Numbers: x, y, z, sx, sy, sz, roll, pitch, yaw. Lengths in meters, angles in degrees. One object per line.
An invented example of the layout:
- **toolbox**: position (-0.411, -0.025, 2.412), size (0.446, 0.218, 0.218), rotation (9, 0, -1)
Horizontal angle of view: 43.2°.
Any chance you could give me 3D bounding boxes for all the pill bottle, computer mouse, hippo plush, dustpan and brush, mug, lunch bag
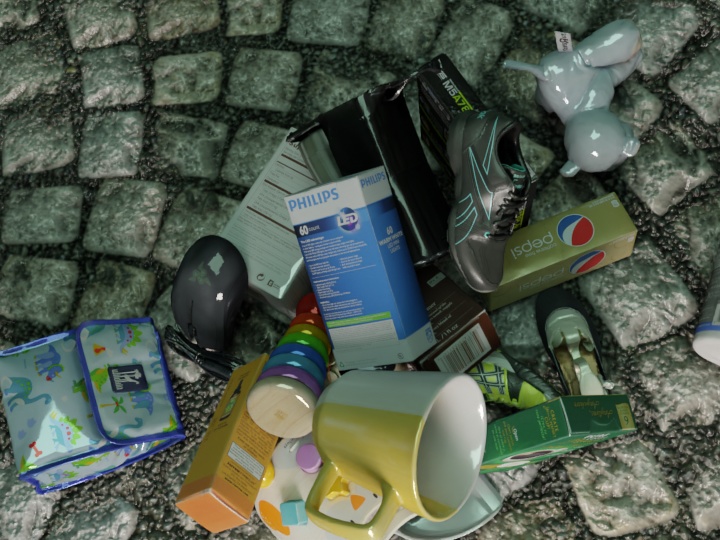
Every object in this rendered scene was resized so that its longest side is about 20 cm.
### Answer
- **pill bottle**: position (0.476, 0.014, 1.080), size (0.113, 0.114, 0.201), rotation (19, 76, 12)
- **computer mouse**: position (-0.190, 0.051, 1.113), size (0.138, 0.201, 0.053), rotation (27, 35, 19)
- **hippo plush**: position (0.303, -0.209, 1.141), size (0.159, 0.200, 0.162), rotation (-27, 78, 21)
- **dustpan and brush**: position (0.054, 0.284, 1.074), size (0.200, 0.057, 0.140), rotation (-39, 72, -6)
- **mug**: position (0.022, 0.173, 0.942), size (0.152, 0.186, 0.150), rotation (8, 103, 34)
- **lunch bag**: position (-0.334, 0.162, 1.133), size (0.199, 0.128, 0.171), rotation (-16, 69, -12)

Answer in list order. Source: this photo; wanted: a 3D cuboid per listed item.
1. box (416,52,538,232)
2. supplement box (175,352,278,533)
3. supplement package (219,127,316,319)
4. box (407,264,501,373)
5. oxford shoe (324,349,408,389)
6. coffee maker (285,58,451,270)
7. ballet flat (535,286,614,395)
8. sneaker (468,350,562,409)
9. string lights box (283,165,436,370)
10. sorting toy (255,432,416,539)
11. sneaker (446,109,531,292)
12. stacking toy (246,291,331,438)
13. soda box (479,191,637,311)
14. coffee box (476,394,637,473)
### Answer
- **box**: position (0.140, -0.141, 1.128), size (0.047, 0.193, 0.201), rotation (-32, 71, -3)
- **supplement box**: position (-0.137, 0.193, 1.041), size (0.066, 0.069, 0.201), rotation (-28, 31, 36)
- **supplement package**: position (-0.084, -0.057, 1.167), size (0.117, 0.117, 0.201), rotation (28, 77, 17)
- **box**: position (0.068, 0.046, 1.095), size (0.100, 0.075, 0.200), rotation (-38, 41, -8)
- **oxford shoe**: position (-0.043, 0.121, 1.129), size (0.199, 0.074, 0.071), rotation (-8, 74, 5)
- **coffee maker**: position (0.034, -0.098, 1.023), size (0.134, 0.192, 0.201), rotation (-28, 94, -38)
- **ballet flat**: position (0.264, 0.106, 1.101), size (0.073, 0.073, 0.201), rotation (-15, 71, 2)
- **sneaker**: position (0.161, 0.136, 1.106), size (0.199, 0.075, 0.077), rotation (29, 87, 28)
- **string lights box**: position (0.000, 0.000, 0.974), size (0.102, 0.059, 0.201), rotation (-11, 100, 36)
- **sorting toy**: position (-0.013, 0.254, 1.043), size (0.180, 0.107, 0.200), rotation (35, 79, 36)
- **sneaker**: position (0.140, -0.074, 0.982), size (0.079, 0.075, 0.201), rotation (3, 102, 41)
- **stacking toy**: position (-0.069, 0.099, 1.074), size (0.085, 0.086, 0.200), rotation (6, 37, 9)
- **soda box**: position (0.238, -0.023, 1.136), size (0.199, 0.068, 0.064), rotation (-22, 62, -3)
- **coffee box**: position (0.189, 0.184, 1.005), size (0.122, 0.200, 0.044), rotation (5, 65, -38)
